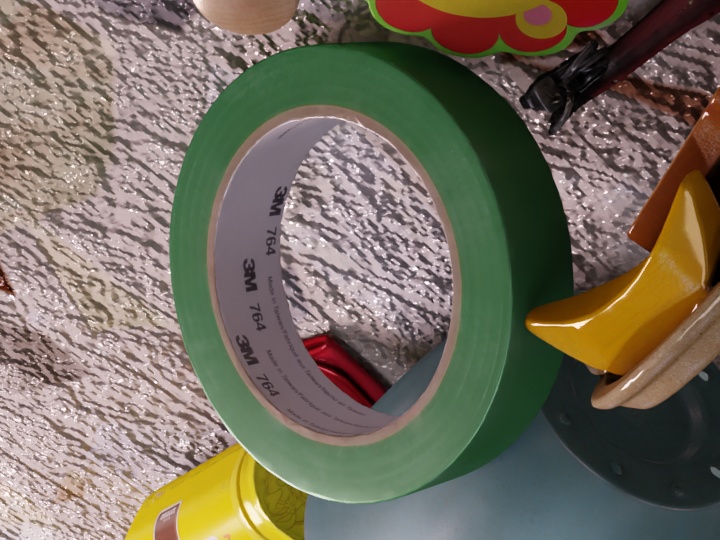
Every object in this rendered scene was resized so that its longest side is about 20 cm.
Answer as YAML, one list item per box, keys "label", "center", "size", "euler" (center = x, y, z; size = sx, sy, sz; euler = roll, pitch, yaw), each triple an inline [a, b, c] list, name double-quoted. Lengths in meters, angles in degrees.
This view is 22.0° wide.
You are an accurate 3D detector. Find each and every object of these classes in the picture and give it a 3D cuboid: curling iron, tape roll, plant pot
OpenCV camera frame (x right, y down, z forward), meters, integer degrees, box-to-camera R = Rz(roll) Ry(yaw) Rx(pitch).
- label: "curling iron"
  center: [0.139, -0.110, 0.737]
  size: [0.200, 0.050, 0.026]
  euler: [-34, 95, 36]
- label: "tape roll"
  center: [0.000, 0.000, 0.822]
  size: [0.200, 0.048, 0.202]
  euler: [7, 101, 40]
- label: "plant pot"
  center: [0.095, 0.106, 0.905]
  size: [0.200, 0.201, 0.161]
  euler: [26, 131, -10]

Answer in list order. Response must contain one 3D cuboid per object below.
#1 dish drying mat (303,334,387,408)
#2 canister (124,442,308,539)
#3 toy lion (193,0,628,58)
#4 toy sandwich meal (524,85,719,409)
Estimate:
- label: "dish drying mat"
  center: [0.014, 0.109, 1.075]
  size: [0.077, 0.018, 0.200]
  euler: [-17, 130, 38]
- label: "canister"
  center: [-0.040, 0.161, 1.088]
  size: [0.148, 0.087, 0.200]
  euler: [34, 148, -15]
- label: "toy lion"
  center: [0.023, -0.164, 0.710]
  size: [0.190, 0.069, 0.201]
  euler: [1, 139, 10]
- label: "toy sandwich meal"
  center: [0.143, -0.031, 0.733]
  size: [0.070, 0.205, 0.205]
  euler: [41, 141, 3]
